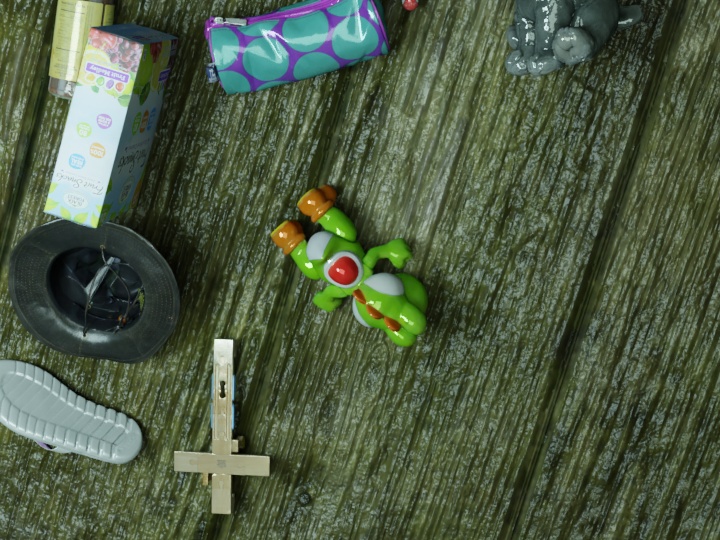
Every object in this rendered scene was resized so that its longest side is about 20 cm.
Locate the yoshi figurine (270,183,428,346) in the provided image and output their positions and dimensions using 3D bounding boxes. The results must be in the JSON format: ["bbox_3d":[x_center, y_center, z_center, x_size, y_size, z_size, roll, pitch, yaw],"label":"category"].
[{"bbox_3d":[0.001,0.002,1.780,0.200,0.113,0.112,46,60,9],"label":"yoshi figurine"}]

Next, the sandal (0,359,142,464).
[{"bbox_3d":[-0.351,0.175,1.842,0.201,0.083,0.050,28,144,-3],"label":"sandal"}]

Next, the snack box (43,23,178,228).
[{"bbox_3d":[-0.265,-0.159,1.716,0.067,0.169,0.202,18,103,3],"label":"snack box"}]

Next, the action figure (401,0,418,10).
[{"bbox_3d":[0.041,-0.376,1.693,0.065,0.099,0.202,-6,103,6],"label":"action figure"}]

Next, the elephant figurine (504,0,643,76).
[{"bbox_3d":[0.187,-0.316,1.667,0.140,0.155,0.201,-12,109,28],"label":"elephant figurine"}]

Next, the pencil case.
[{"bbox_3d":[-0.070,-0.253,1.726,0.198,0.086,0.093,-14,133,5],"label":"pencil case"}]

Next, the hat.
[{"bbox_3d":[-0.289,0.007,1.787,0.198,0.081,0.202,5,121,8],"label":"hat"}]

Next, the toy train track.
[{"bbox_3d":[-0.156,0.178,1.843,0.114,0.033,0.202,2,95,11],"label":"toy train track"}]

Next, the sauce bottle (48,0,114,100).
[{"bbox_3d":[-0.300,-0.288,1.748,0.064,0.065,0.202,11,99,2],"label":"sauce bottle"}]
